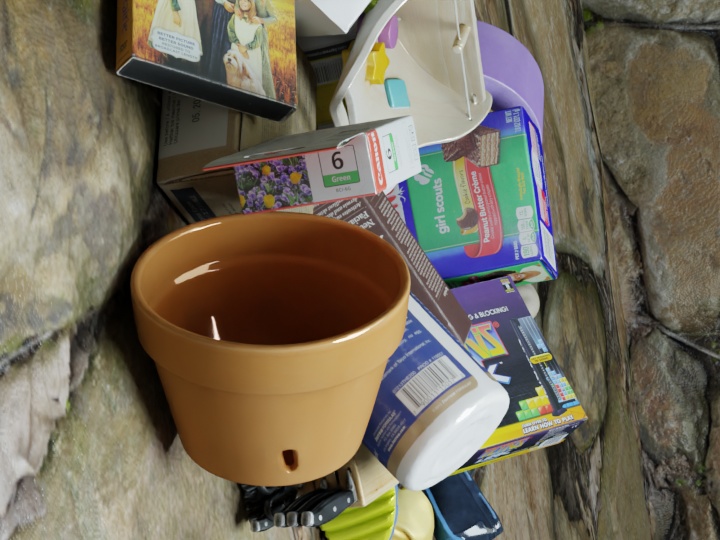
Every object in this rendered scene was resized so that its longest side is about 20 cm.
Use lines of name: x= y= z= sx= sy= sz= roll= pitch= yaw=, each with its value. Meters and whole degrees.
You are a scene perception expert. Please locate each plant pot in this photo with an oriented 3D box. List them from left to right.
plant pot: x=-0.066 y=0.063 z=1.410 sx=0.200 sy=0.200 sz=0.140 roll=-70 pitch=164 yaw=-60

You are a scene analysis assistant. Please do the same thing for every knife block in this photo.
knife block: x=-0.006 y=0.154 z=1.571 sx=0.176 sy=0.200 sz=0.064 roll=-155 pitch=-127 yaw=-74

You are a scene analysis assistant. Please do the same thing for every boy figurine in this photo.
boy figurine: x=0.053 y=0.309 z=1.864 sx=0.124 sy=0.064 sz=0.200 roll=-61 pitch=139 yaw=-81

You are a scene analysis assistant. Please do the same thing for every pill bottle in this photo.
pill bottle: x=-0.027 y=-0.120 z=1.747 sx=0.112 sy=0.112 sz=0.200 roll=-48 pitch=127 yaw=-70
pill bottle: x=0.013 y=0.069 z=1.529 sx=0.200 sy=0.111 sz=0.111 roll=46 pitch=5 yaw=20

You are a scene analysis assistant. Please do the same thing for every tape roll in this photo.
tape roll: x=0.092 y=-0.163 z=2.022 sx=0.085 sy=0.200 sz=0.200 roll=-82 pitch=157 yaw=-44

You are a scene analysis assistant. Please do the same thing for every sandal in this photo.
sandal: x=-0.008 y=0.157 z=1.732 sx=0.087 sy=0.079 sz=0.200 roll=-34 pitch=115 yaw=-77

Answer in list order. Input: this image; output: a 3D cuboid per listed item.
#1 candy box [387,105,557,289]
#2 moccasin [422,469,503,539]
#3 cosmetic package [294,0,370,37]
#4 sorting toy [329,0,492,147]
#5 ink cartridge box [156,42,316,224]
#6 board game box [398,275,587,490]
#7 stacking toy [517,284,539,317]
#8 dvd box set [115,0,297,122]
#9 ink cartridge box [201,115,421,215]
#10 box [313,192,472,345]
candy box: x=0.085 y=-0.059 z=1.935 sx=0.077 sy=0.200 sz=0.169 roll=43 pitch=38 yaw=-63
moccasin: x=0.086 y=0.205 z=1.935 sx=0.081 sy=0.068 sz=0.200 roll=89 pitch=-17 yaw=-49
cosmetic package: x=-0.042 y=-0.241 z=1.621 sx=0.051 sy=0.083 sz=0.200 roll=39 pitch=-11 yaw=-21
sorting toy: x=0.026 y=-0.168 z=1.629 sx=0.200 sy=0.107 sz=0.180 roll=78 pitch=33 yaw=-48
ink cartridge box: x=-0.097 y=-0.118 z=1.571 sx=0.165 sy=0.075 sz=0.200 roll=55 pitch=31 yaw=-54
board game box: x=0.092 y=0.102 z=1.811 sx=0.200 sy=0.057 sz=0.165 roll=-13 pitch=67 yaw=-35
stacking toy: x=0.124 y=0.104 z=2.168 sx=0.146 sy=0.146 sz=0.200 roll=-70 pitch=163 yaw=-60
dvd box set: x=-0.117 y=-0.222 z=1.486 sx=0.146 sy=0.029 sz=0.200 roll=16 pitch=58 yaw=-30
ink cartridge box: x=-0.033 y=-0.076 z=1.446 sx=0.200 sy=0.109 sz=0.050 roll=-34 pitch=115 yaw=-71
box: x=0.000 y=0.000 z=1.678 sx=0.200 sy=0.100 sz=0.075 roll=55 pitch=16 yaw=-9
